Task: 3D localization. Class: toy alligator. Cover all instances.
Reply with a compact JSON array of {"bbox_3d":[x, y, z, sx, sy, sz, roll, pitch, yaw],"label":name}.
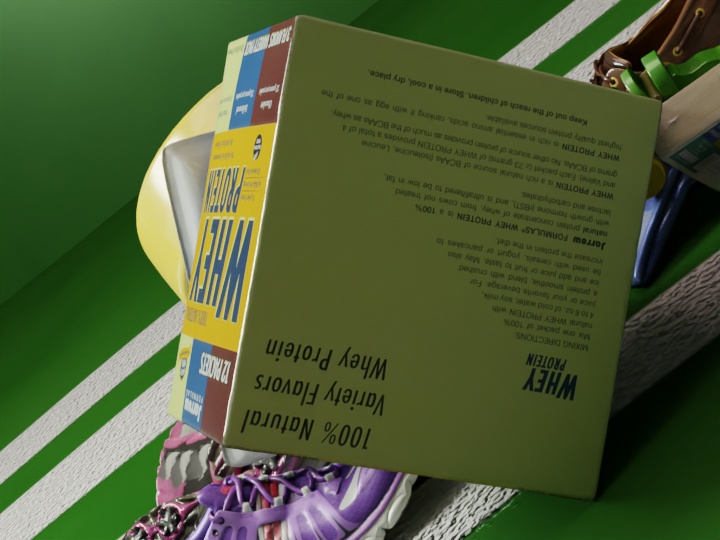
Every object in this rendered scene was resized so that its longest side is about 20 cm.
[{"bbox_3d":[0.152,-0.070,1.006,0.200,0.054,0.060,-52,26,25],"label":"toy alligator"}]

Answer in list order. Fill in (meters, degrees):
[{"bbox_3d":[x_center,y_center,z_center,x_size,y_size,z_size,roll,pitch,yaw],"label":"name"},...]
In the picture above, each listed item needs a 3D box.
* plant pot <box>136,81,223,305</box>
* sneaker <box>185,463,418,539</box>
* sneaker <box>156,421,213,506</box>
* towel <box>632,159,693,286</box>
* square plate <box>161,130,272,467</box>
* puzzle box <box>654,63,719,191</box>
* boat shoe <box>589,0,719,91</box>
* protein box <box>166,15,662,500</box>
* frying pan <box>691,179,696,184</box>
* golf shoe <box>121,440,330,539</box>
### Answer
[{"bbox_3d":[-0.017,-0.013,1.093,0.200,0.189,0.202,-31,-30,-20],"label":"plant pot"},{"bbox_3d":[-0.048,0.146,0.964,0.199,0.084,0.081,-36,14,10],"label":"sneaker"},{"bbox_3d":[-0.092,0.128,1.188,0.087,0.079,0.201,94,-169,-47],"label":"sneaker"},{"bbox_3d":[0.152,-0.055,1.085,0.200,0.024,0.148,0,64,66],"label":"towel"},{"bbox_3d":[0.000,0.000,0.942,0.198,0.200,0.028,-17,23,-18],"label":"square plate"},{"bbox_3d":[0.234,-0.097,0.908,0.132,0.026,0.200,-35,-15,17],"label":"puzzle box"},{"bbox_3d":[0.193,-0.133,1.185,0.200,0.067,0.072,-45,30,18],"label":"boat shoe"},{"bbox_3d":[0.023,-0.004,0.843,0.135,0.196,0.203,-174,94,-72],"label":"protein box"},{"bbox_3d":[0.238,-0.096,1.091,0.189,0.031,0.115,-31,17,43],"label":"frying pan"},{"bbox_3d":[-0.082,0.165,1.063,0.200,0.073,0.092,-48,-32,18],"label":"golf shoe"}]
